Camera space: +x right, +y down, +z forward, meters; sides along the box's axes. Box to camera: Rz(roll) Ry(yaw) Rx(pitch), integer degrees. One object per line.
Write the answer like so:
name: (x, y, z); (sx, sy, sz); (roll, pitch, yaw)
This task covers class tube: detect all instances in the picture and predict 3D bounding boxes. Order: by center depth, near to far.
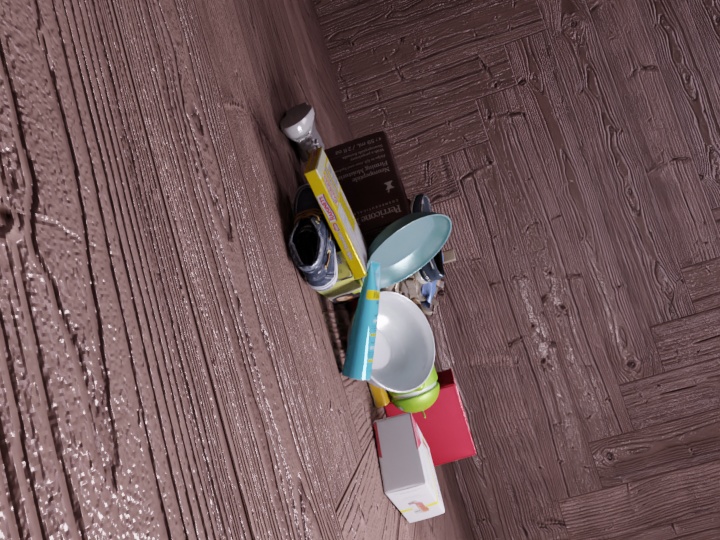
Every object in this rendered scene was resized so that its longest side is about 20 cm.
tube: (0.009, 0.084, 0.946); (0.077, 0.050, 0.202); (15, 85, -83)

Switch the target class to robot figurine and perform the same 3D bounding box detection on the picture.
robot figurine: (0.105, 0.220, 1.212); (0.175, 0.115, 0.202); (-162, -126, -88)

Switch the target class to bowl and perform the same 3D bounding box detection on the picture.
bowl: (0.045, 0.150, 1.095); (0.200, 0.090, 0.203); (15, 61, -30)

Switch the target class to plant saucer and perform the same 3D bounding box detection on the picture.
plant saucer: (0.079, -0.044, 1.026); (0.036, 0.199, 0.200); (56, -1, 25)

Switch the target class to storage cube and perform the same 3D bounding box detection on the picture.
storage cube: (0.170, 0.364, 1.361); (0.171, 0.178, 0.202); (-22, 94, -83)

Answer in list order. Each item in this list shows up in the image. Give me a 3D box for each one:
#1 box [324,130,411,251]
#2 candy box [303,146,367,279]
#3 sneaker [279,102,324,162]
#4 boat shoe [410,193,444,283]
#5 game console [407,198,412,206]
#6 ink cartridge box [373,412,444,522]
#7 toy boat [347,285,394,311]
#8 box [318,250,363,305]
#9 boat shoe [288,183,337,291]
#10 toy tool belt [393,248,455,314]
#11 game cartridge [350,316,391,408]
box: (0.012, -0.135, 1.109); (0.164, 0.164, 0.202); (58, 16, -65)
candy box: (-0.035, -0.093, 0.902); (0.103, 0.026, 0.201); (-82, 151, -58)
sneaker: (-0.109, -0.273, 1.131); (0.200, 0.073, 0.116); (-95, 163, -65)
boat shoe: (0.144, -0.074, 1.166); (0.075, 0.061, 0.202); (23, 60, -44)
game console: (0.029, -0.129, 1.296); (0.119, 0.199, 0.174); (-33, 147, -63)
ink cartridge box: (0.099, 0.399, 1.107); (0.201, 0.083, 0.146); (65, 10, -49)
toy boat: (0.000, 0.000, 1.254); (0.131, 0.131, 0.200); (41, 15, -12)
box: (-0.035, 0.019, 1.006); (0.200, 0.075, 0.051); (46, 27, -73)
boat shoe: (-0.079, -0.073, 0.886); (0.091, 0.070, 0.202); (63, 13, -62)
toy tool belt: (0.140, 0.033, 1.238); (0.125, 0.122, 0.202); (85, 20, -73)
game cartridge: (0.030, 0.201, 1.259); (0.176, 0.032, 0.202); (30, 45, -80)
